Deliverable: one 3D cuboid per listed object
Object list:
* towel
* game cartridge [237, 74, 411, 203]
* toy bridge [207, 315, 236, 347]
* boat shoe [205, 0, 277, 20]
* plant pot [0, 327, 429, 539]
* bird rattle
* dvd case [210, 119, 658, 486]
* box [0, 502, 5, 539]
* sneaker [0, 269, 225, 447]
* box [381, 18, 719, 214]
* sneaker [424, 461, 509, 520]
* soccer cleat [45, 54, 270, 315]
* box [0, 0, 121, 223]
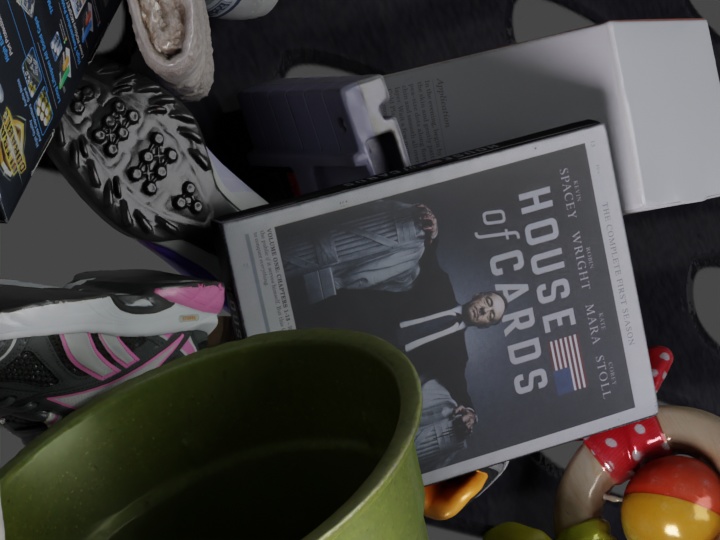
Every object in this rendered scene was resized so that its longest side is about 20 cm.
[{"bbox_3d":[-0.099,-0.182,1.075,0.133,0.034,0.200,66,12,-86],"label":"towel"},{"bbox_3d":[0.000,0.000,1.163,0.038,0.130,0.200,-25,104,-28],"label":"game cartridge"},{"bbox_3d":[-0.069,0.126,1.107,0.067,0.027,0.200,36,54,-48],"label":"toy bridge"},{"bbox_3d":[-0.060,-0.226,1.176,0.086,0.075,0.202,4,81,-56],"label":"boat shoe"},{"bbox_3d":[-0.037,0.156,0.923,0.200,0.200,0.190,-54,129,-48],"label":"plant pot"},{"bbox_3d":[0.165,0.135,1.359,0.200,0.163,0.113,-65,152,-30],"label":"bird rattle"},{"bbox_3d":[0.039,0.024,1.098,0.200,0.025,0.150,-15,101,-18],"label":"dvd case"},{"bbox_3d":[-0.227,0.125,0.768,0.200,0.128,0.109,6,76,-57],"label":"box"},{"bbox_3d":[-0.128,0.048,0.995,0.200,0.080,0.086,-3,97,-50],"label":"sneaker"},{"bbox_3d":[0.080,-0.067,1.232,0.124,0.200,0.098,-11,91,-58],"label":"box"},{"bbox_3d":[0.061,0.063,1.225,0.077,0.078,0.200,-58,161,-33],"label":"sneaker"},{"bbox_3d":[-0.087,-0.029,1.102,0.200,0.073,0.068,38,70,-25],"label":"soccer cleat"},{"bbox_3d":[-0.161,-0.144,0.960,0.200,0.046,0.159,78,24,-47],"label":"box"}]
